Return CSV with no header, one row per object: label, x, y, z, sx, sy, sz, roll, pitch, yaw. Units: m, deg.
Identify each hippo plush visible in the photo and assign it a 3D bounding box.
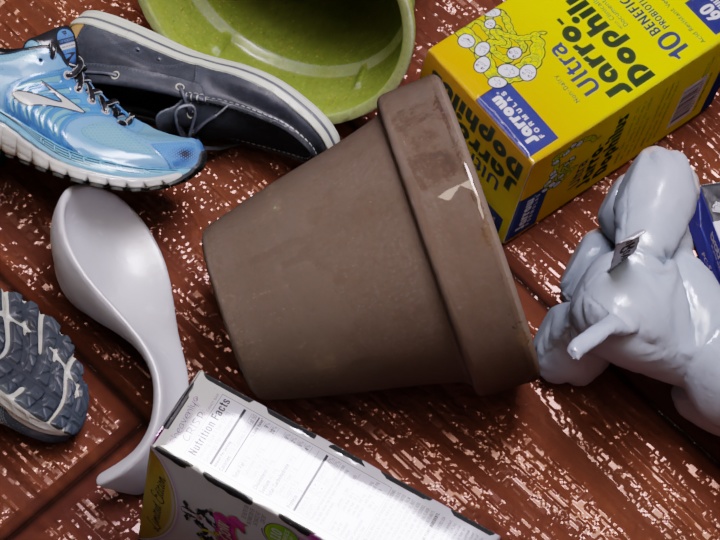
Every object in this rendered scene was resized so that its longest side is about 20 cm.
hippo plush,0.214,0.024,1.421,0.161,0.200,0.160,27,82,-2

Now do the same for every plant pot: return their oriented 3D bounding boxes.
plant pot,-0.027,-0.233,1.531,0.200,0.201,0.184,24,49,5
plant pot,0.000,0.000,1.406,0.174,0.200,0.201,-19,64,1

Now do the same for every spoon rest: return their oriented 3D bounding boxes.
spoon rest,-0.145,0.035,1.415,0.061,0.099,0.200,-25,64,28

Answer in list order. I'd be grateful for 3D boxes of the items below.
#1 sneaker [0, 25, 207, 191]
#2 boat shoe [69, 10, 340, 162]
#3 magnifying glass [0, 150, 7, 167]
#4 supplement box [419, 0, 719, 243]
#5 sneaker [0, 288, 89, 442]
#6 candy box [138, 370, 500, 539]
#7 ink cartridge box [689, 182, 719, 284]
sneaker,-0.190,-0.109,1.448,0.200,0.078,0.090,20,95,0
boat shoe,-0.109,-0.108,1.504,0.200,0.075,0.062,22,69,8
magnifying glass,-0.264,-0.052,1.477,0.079,0.022,0.200,3,62,-7
supplement box,0.144,-0.129,1.529,0.200,0.110,0.109,-34,71,-23
sneaker,-0.259,0.047,1.399,0.200,0.086,0.078,35,39,-13
candy box,-0.029,0.156,1.332,0.200,0.136,0.061,29,60,8
ink cartridge box,0.329,-0.024,1.536,0.200,0.044,0.094,-10,65,-14
